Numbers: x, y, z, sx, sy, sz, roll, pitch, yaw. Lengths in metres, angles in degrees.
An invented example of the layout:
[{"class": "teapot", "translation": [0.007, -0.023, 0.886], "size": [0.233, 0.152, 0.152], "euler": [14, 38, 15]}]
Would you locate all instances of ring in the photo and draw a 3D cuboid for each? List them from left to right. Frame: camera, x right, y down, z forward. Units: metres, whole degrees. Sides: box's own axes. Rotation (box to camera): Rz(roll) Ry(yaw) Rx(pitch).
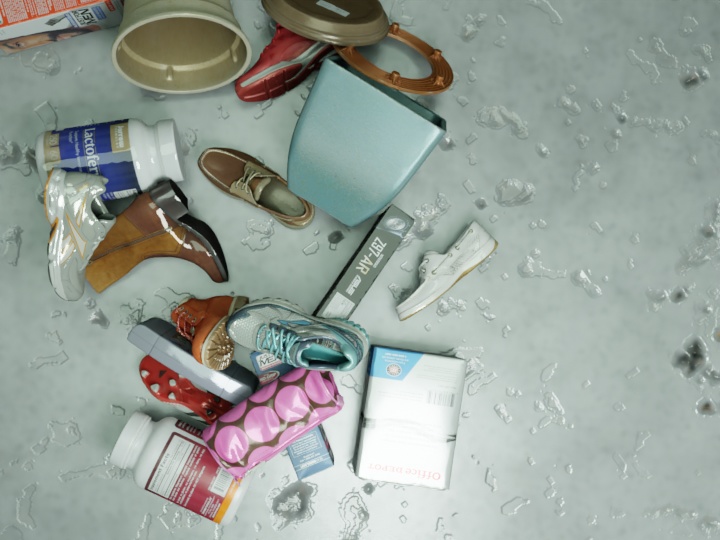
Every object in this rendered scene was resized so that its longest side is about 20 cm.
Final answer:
[{"class": "ring", "translation": [0.051, -0.331, 1.330], "size": [0.200, 0.200, 0.019], "euler": [23, 127, -4]}]

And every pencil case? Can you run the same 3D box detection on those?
[{"class": "pencil case", "translation": [-0.117, 0.210, 1.238], "size": [0.200, 0.091, 0.094], "euler": [-36, 55, -2]}]

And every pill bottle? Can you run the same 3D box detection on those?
[{"class": "pill bottle", "translation": [-0.370, -0.165, 1.314], "size": [0.200, 0.116, 0.116], "euler": [-10, 89, -5]}, {"class": "pill bottle", "translation": [-0.263, 0.289, 1.310], "size": [0.200, 0.113, 0.113], "euler": [26, 86, -3]}]

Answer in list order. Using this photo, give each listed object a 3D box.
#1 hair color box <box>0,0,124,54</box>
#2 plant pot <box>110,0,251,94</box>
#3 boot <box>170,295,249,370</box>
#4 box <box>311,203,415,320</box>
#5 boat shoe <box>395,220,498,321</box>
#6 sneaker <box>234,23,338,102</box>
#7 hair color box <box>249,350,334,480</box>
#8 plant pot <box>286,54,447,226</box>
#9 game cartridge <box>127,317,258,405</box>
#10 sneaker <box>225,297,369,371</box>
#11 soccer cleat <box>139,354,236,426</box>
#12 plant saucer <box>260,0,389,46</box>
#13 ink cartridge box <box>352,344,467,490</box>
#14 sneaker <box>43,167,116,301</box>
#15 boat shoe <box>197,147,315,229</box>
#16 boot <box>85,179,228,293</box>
[{"class": "hair color box", "translation": [-0.456, -0.392, 1.317], "size": [0.200, 0.111, 0.064], "euler": [-15, 89, -4]}, {"class": "plant pot", "translation": [-0.268, -0.392, 1.298], "size": [0.200, 0.200, 0.184], "euler": [-6, 71, -5]}, {"class": "boot", "translation": [-0.231, 0.087, 1.283], "size": [0.107, 0.200, 0.075], "euler": [8, 105, 1]}, {"class": "box", "translation": [0.000, 0.000, 1.316], "size": [0.044, 0.160, 0.200], "euler": [35, 85, -3]}, {"class": "boat shoe", "translation": [0.122, -0.002, 1.375], "size": [0.200, 0.071, 0.069], "euler": [-40, 90, -13]}, {"class": "sneaker", "translation": [-0.125, -0.351, 1.372], "size": [0.200, 0.078, 0.116], "euler": [-30, 78, -11]}, {"class": "hair color box", "translation": [-0.102, 0.205, 1.331], "size": [0.060, 0.100, 0.200], "euler": [-22, 90, -3]}, {"class": "plant pot", "translation": [-0.006, -0.182, 1.311], "size": [0.196, 0.196, 0.200], "euler": [31, 105, -3]}, {"class": "game cartridge", "translation": [-0.244, 0.134, 1.306], "size": [0.200, 0.133, 0.042], "euler": [31, 87, -4]}, {"class": "sneaker", "translation": [-0.089, 0.092, 1.196], "size": [0.200, 0.086, 0.078], "euler": [8, 109, 5]}, {"class": "soccer cleat", "translation": [-0.254, 0.193, 1.338], "size": [0.200, 0.085, 0.069], "euler": [27, 67, 18]}, {"class": "plant saucer", "translation": [-0.049, -0.399, 1.323], "size": [0.200, 0.200, 0.029], "euler": [17, 130, -4]}, {"class": "ink cartridge box", "translation": [0.074, 0.223, 1.353], "size": [0.145, 0.084, 0.200], "euler": [9, 87, -5]}, {"class": "sneaker", "translation": [-0.396, -0.047, 1.257], "size": [0.092, 0.076, 0.200], "euler": [1, 115, -8]}, {"class": "boat shoe", "translation": [-0.158, -0.133, 1.351], "size": [0.200, 0.072, 0.076], "euler": [27, 86, -3]}, {"class": "boot", "translation": [-0.321, -0.016, 1.333], "size": [0.200, 0.069, 0.188], "euler": [-30, 123, 7]}]
